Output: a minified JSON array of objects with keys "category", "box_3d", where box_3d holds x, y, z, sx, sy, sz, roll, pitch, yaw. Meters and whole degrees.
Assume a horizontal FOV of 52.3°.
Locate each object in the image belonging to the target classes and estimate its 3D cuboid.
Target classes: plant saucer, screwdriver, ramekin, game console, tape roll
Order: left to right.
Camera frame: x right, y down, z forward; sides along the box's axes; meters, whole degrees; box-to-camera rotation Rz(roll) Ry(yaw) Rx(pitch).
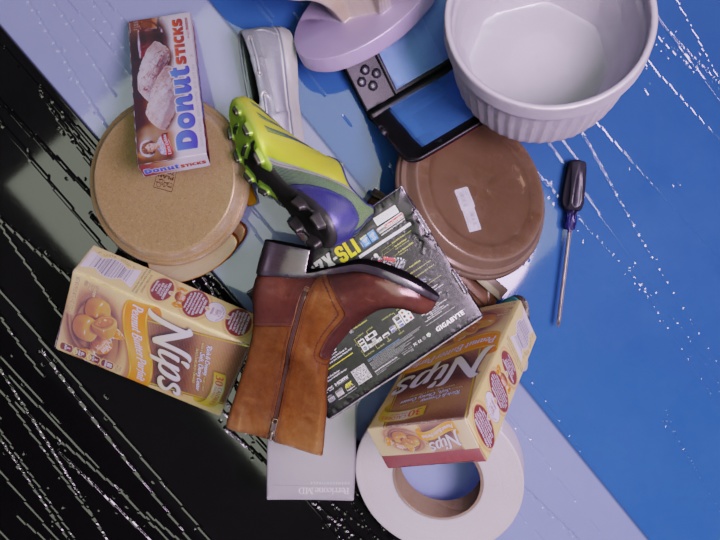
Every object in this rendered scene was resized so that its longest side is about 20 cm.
[{"category":"tape roll","box_3d":[0.092,0.233,0.855,0.199,0.037,0.206,5,109,13]},{"category":"game console","box_3d":[0.088,-0.243,0.810,0.198,0.119,0.174,-30,104,-3]},{"category":"plant saucer","box_3d":[0.132,-0.090,0.833,0.197,0.029,0.204,6,74,-22]},{"category":"ramekin","box_3d":[0.181,-0.224,0.729,0.196,0.105,0.204,-2,73,7]},{"category":"screwdriver","box_3d":[0.251,-0.033,0.894,0.027,0.029,0.204,5,98,-6]}]

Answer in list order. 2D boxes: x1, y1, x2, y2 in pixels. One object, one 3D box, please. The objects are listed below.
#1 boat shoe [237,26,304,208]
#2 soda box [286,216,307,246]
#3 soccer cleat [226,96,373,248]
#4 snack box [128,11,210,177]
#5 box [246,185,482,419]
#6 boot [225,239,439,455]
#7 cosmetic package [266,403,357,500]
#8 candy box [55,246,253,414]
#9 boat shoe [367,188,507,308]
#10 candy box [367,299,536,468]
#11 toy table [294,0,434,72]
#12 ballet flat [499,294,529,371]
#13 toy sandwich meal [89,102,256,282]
[{"category":"boat shoe","box_3d":[-0.106,-0.170,0.819,0.070,0.070,0.205,-4,89,-22]},{"category":"soda box","box_3d":[0.000,0.000,0.847,0.063,0.068,0.201,-40,98,-1]},{"category":"soccer cleat","box_3d":[-0.065,-0.105,0.749,0.083,0.065,0.201,-27,66,-30]},{"category":"snack box","box_3d":[-0.206,-0.192,0.784,0.071,0.024,0.203,-10,62,-5]},{"category":"box","box_3d":[0.005,0.034,0.771,0.199,0.049,0.161,-34,91,4]},{"category":"boot","box_3d":[-0.029,0.086,0.720,0.185,0.068,0.204,11,96,1]},{"category":"cosmetic package","box_3d":[-0.055,0.155,0.847,0.105,0.090,0.204,0,91,-3]},{"category":"candy box","box_3d":[-0.223,0.069,0.809,0.197,0.056,0.116,24,123,-6]},{"category":"boat shoe","box_3d":[0.077,-0.012,0.853,0.199,0.072,0.068,39,96,-3]},{"category":"candy box","box_3d":[0.101,0.114,0.764,0.114,0.200,0.056,-16,111,35]},{"category":"toy table","box_3d":[-0.005,-0.319,0.771,0.182,0.117,0.201,28,74,32]},{"category":"ballet flat","box_3d":[0.157,0.126,0.883,0.075,0.068,0.202,26,98,-28]},{"category":"toy sandwich meal","box_3d":[-0.205,-0.093,0.826,0.201,0.070,0.209,0,89,5]}]
